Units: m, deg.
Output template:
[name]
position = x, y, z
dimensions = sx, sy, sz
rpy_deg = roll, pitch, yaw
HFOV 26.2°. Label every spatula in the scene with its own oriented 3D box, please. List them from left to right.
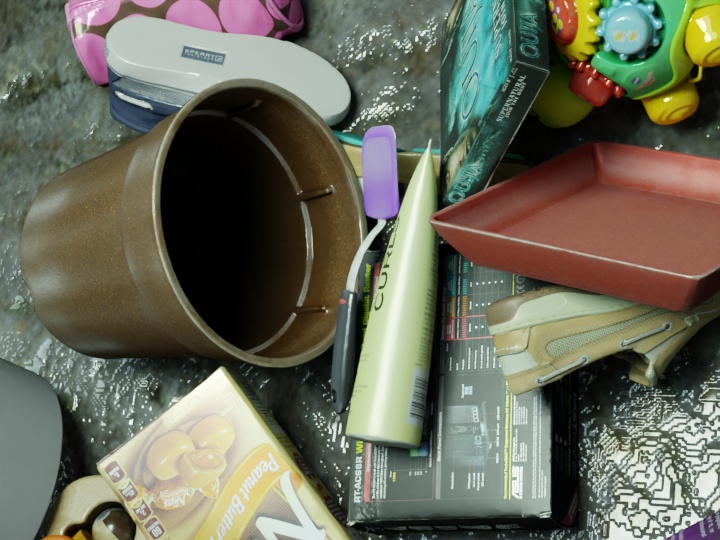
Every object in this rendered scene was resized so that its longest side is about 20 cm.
[spatula]
position = 0.000, 0.000, 1.079
dimensions = 0.056, 0.020, 0.201
rpy_deg = 6, 85, 65

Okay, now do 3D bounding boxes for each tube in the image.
[tube]
position = 0.030, 0.017, 1.044
dimensions = 0.058, 0.052, 0.201
rpy_deg = -2, 75, 50

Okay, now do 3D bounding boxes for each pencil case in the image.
[pencil case]
position = -0.148, -0.214, 1.264
dimensions = 0.199, 0.094, 0.091
rpy_deg = -16, 67, 22

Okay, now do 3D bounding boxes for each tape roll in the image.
[tape roll]
position = -0.317, 0.161, 1.201
dimensions = 0.200, 0.066, 0.201
rpy_deg = -29, 47, 35

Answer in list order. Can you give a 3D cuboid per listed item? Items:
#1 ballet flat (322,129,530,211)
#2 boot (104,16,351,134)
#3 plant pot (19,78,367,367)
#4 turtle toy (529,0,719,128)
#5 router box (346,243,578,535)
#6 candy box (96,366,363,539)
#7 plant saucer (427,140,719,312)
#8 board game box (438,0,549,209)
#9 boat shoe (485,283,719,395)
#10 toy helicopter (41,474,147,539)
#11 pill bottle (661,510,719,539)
[ballet flat]
position = 0.029, -0.066, 1.144
dimensions = 0.199, 0.069, 0.064
rpy_deg = 11, 92, 30
[boot]
position = -0.106, -0.138, 1.239
dimensions = 0.199, 0.091, 0.073
rpy_deg = 17, 55, 4
[plant pot]
position = -0.131, -0.020, 1.130
dimensions = 0.197, 0.200, 0.202
rpy_deg = -11, 67, 44
[turtle toy]
position = 0.168, -0.167, 1.054
dimensions = 0.100, 0.200, 0.147
rpy_deg = -12, 68, -18
[router box]
position = 0.072, 0.081, 1.073
dimensions = 0.149, 0.062, 0.201
rpy_deg = -5, 71, 25
[candy box]
position = -0.077, 0.180, 1.078
dimensions = 0.115, 0.055, 0.200
rpy_deg = -38, 80, 4
[plant saucer]
position = 0.178, -0.029, 0.991
dimensions = 0.199, 0.199, 0.037
rpy_deg = 14, 117, 39
[board game box]
position = 0.089, -0.153, 1.072
dimensions = 0.201, 0.028, 0.136
rpy_deg = -86, 16, -45
[boat shoe]
position = 0.182, 0.038, 1.006
dimensions = 0.199, 0.072, 0.077
rpy_deg = -12, 84, -6
[toy helicopter]
position = -0.140, 0.203, 1.146
dimensions = 0.199, 0.079, 0.133
rpy_deg = 14, 73, 18
[pill bottle]
position = 0.219, 0.206, 0.929
dimensions = 0.199, 0.112, 0.113
rpy_deg = -31, 62, 15
